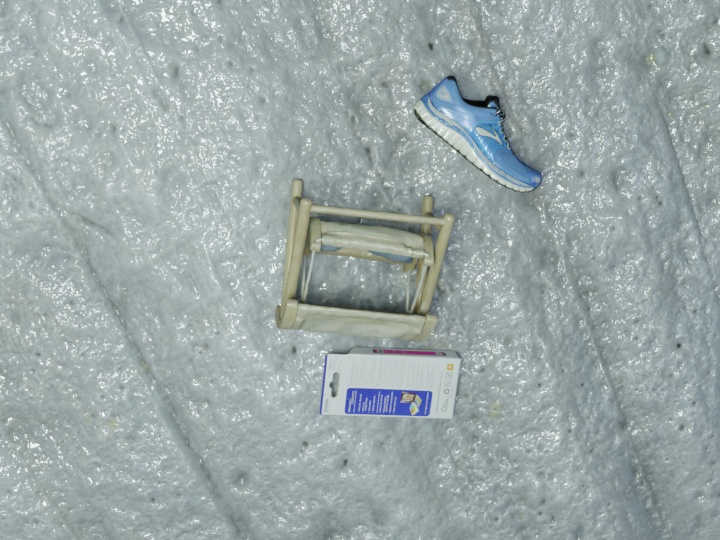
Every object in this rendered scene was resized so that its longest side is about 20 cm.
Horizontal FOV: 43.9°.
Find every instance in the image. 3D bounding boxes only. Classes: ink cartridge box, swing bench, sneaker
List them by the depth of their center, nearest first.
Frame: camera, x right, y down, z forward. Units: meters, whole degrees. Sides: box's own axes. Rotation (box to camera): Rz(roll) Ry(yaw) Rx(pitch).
[{"bbox_3d":[0.000,0.000,1.170,0.197,0.130,0.202,5,106,-11],"label":"swing bench"},{"bbox_3d":[0.169,-0.179,1.172,0.199,0.079,0.089,37,100,-17],"label":"sneaker"},{"bbox_3d":[0.041,0.160,1.273,0.198,0.037,0.096,3,107,-13],"label":"ink cartridge box"}]
